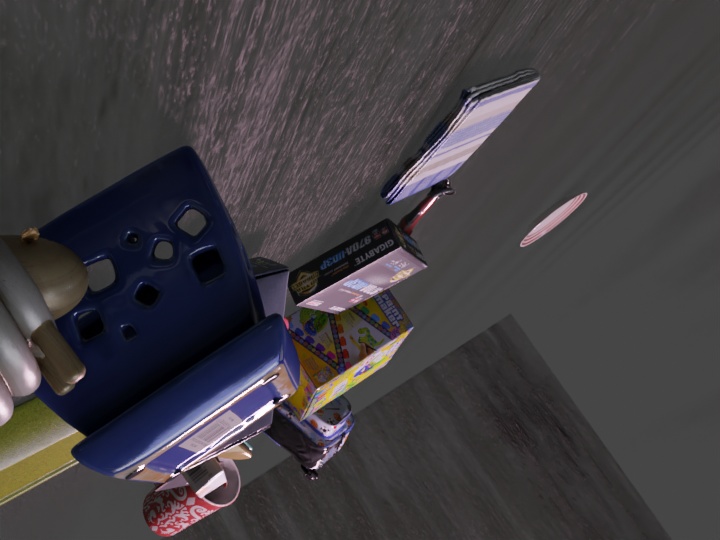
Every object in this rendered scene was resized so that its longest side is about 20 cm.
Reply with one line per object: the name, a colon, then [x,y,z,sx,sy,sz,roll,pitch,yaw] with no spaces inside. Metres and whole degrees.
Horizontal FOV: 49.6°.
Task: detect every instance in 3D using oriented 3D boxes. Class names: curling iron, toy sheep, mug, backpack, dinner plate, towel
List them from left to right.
toy sheep: [-0.252,0.045,0.463,0.199,0.138,0.138,-37,170,-33]
mug: [-0.359,0.481,1.698,0.199,0.135,0.177,-39,165,28]
backpack: [-0.107,0.331,1.728,0.155,0.200,0.190,-53,165,16]
curling iron: [0.074,-0.066,1.121,0.049,0.026,0.200,-19,159,-42]
towel: [0.115,-0.159,0.922,0.146,0.024,0.200,-27,166,-41]
dinner plate: [0.459,-0.128,1.876,0.199,0.024,0.200,-34,167,-8]

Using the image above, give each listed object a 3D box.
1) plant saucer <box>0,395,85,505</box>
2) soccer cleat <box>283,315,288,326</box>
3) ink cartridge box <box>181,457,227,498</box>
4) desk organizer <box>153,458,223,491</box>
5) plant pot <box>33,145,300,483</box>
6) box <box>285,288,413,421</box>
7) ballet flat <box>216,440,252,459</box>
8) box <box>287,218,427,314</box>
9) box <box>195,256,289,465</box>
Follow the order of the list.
plant saucer: [-0.374,0.205,0.887,0.198,0.048,0.201,-27,164,-33]
soccer cleat: [-0.184,0.132,1.109,0.201,0.076,0.067,-50,138,-5]
ink cartridge box: [-0.245,0.230,1.049,0.050,0.163,0.200,-35,168,-21]
desk organizer: [-0.321,0.336,1.399,0.071,0.078,0.200,-34,167,-2]
plant pot: [-0.159,0.055,0.626,0.198,0.181,0.200,-34,166,-10]
box: [-0.041,0.126,1.283,0.191,0.123,0.201,-29,165,-24]
ballet flat: [-0.210,0.174,0.919,0.063,0.201,0.068,-50,-155,-22]
box: [0.000,0.000,1.073,0.157,0.047,0.200,-28,167,10]
box: [-0.152,0.097,0.840,0.157,0.050,0.204,-16,120,-55]
